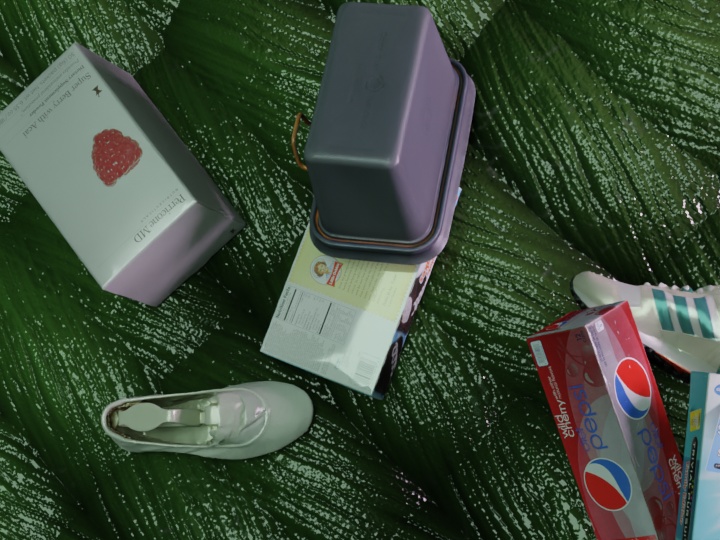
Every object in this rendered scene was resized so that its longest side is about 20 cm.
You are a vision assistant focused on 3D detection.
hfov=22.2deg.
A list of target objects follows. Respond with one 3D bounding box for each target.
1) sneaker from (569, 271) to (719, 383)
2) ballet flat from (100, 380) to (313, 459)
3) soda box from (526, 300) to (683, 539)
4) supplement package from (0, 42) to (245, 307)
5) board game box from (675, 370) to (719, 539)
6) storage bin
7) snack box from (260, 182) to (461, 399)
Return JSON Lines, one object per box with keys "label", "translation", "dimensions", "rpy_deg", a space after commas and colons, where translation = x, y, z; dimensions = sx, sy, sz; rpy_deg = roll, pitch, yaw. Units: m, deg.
{"label": "sneaker", "translation": [0.272, 0.038, 1.514], "dimensions": [0.199, 0.070, 0.094], "rpy_deg": [31, 86, 18]}
{"label": "ballet flat", "translation": [-0.143, 0.135, 1.641], "dimensions": [0.199, 0.069, 0.070], "rpy_deg": [-4, 80, 18]}
{"label": "soda box", "translation": [0.206, 0.131, 1.476], "dimensions": [0.063, 0.070, 0.201], "rpy_deg": [-14, 97, 42]}
{"label": "supplement package", "translation": [-0.222, -0.085, 1.674], "dimensions": [0.121, 0.120, 0.200], "rpy_deg": [-42, 71, 8]}
{"label": "board game box", "translation": [0.327, 0.187, 1.436], "dimensions": [0.150, 0.047, 0.201], "rpy_deg": [6, 88, -7]}
{"label": "storage bin", "translation": [0.008, -0.128, 1.560], "dimensions": [0.145, 0.134, 0.201], "rpy_deg": [6, 64, 15]}
{"label": "snack box", "translation": [0.000, 0.000, 1.627], "dimensions": [0.116, 0.037, 0.201], "rpy_deg": [21, 89, 21]}
